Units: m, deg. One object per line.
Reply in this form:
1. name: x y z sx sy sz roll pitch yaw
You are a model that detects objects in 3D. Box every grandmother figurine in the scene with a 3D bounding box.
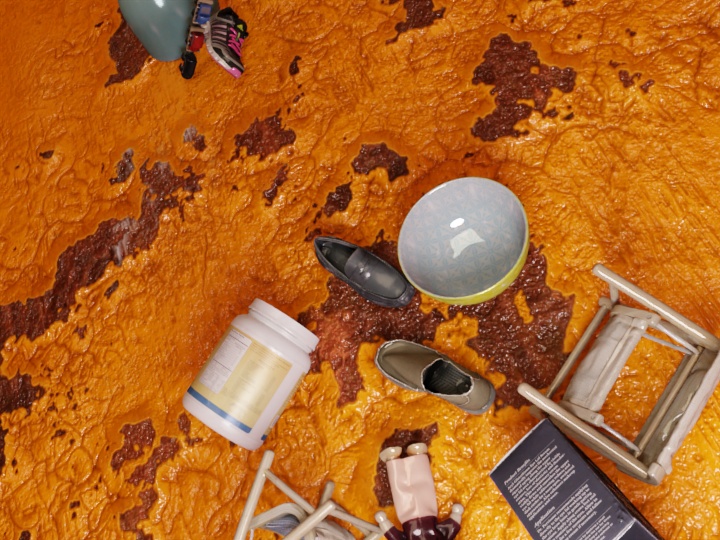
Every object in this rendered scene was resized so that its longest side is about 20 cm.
1. grandmother figurine: 0.082 0.341 1.102 0.120 0.061 0.202 -11 62 6

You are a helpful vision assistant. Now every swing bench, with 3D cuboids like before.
1. swing bench: 0.341 0.137 1.028 0.199 0.130 0.200 31 80 29
2. swing bench: -0.094 0.378 1.082 0.129 0.199 0.201 29 81 34

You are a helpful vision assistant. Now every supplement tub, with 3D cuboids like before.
1. supplement tub: -0.167 0.160 1.263 0.144 0.145 0.201 26 78 34

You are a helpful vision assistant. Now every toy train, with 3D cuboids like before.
1. toy train: -0.341 -0.480 1.673 0.201 0.034 0.046 -62 37 42

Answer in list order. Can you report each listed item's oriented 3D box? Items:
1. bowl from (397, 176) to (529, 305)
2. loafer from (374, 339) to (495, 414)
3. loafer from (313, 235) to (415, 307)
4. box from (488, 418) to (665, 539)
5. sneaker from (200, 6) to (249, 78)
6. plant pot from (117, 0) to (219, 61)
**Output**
1. bowl: 0.166 -0.027 1.215 0.198 0.108 0.202 -11 60 21
2. loafer: 0.102 0.144 1.183 0.199 0.070 0.076 17 73 32
3. loafer: 0.000 0.000 1.306 0.200 0.070 0.068 29 80 34
4. box: 0.263 0.293 0.936 0.104 0.148 0.200 -45 26 4
5. sneaker: -0.272 -0.482 1.684 0.087 0.074 0.201 -35 50 13
6. plant pot: -0.435 -0.589 1.767 0.199 0.161 0.202 -12 60 21
